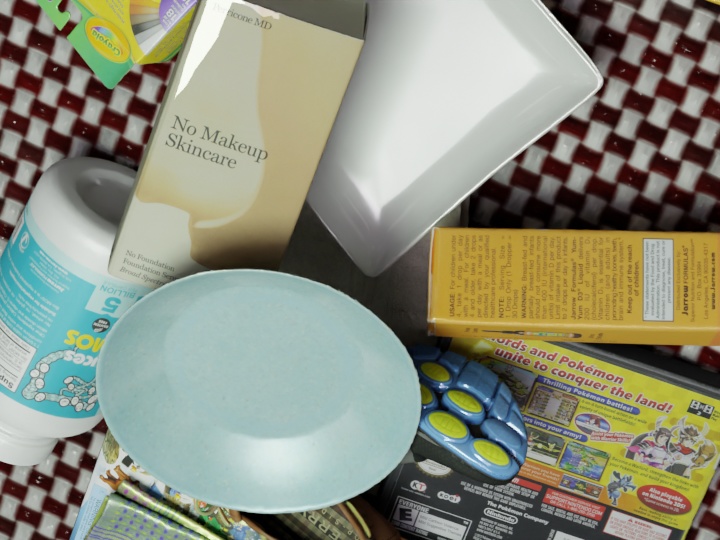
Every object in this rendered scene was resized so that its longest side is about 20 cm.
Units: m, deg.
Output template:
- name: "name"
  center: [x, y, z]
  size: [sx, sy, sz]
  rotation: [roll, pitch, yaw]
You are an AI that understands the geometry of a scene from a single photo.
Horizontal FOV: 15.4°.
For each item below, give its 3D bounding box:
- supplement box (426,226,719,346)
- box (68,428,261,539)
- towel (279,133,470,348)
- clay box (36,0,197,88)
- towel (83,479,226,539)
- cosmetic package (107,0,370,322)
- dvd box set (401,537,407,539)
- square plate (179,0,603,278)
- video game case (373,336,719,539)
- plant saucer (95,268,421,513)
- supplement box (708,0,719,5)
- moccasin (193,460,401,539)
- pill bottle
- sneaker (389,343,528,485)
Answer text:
- name: "supplement box"
  center: [0.140, 0.010, 1.650]
  size: [0.199, 0.067, 0.069]
  rotation: [0, 80, 1]
- name: "box"
  center: [-0.122, 0.169, 1.836]
  size: [0.136, 0.038, 0.201]
  rotation: [23, 117, 5]
- name: "towel"
  center: [0.000, 0.000, 1.734]
  size: [0.132, 0.034, 0.201]
  rotation: [13, 116, 11]
- name: "clay box"
  center: [-0.116, -0.217, 1.642]
  size: [0.200, 0.048, 0.115]
  rotation: [-43, 79, 24]
- name: "towel"
  center: [-0.150, 0.252, 1.845]
  size: [0.143, 0.023, 0.200]
  rotation: [31, 120, 1]
- name: "cosmetic package"
  center: [-0.075, -0.080, 1.616]
  size: [0.105, 0.071, 0.201]
  rotation: [17, 115, -6]
- name: "dvd box set"
  center: [0.042, 0.244, 1.784]
  size: [0.199, 0.029, 0.147]
  rotation: [24, 137, 16]
- name: "square plate"
  center: [0.019, -0.131, 1.651]
  size: [0.200, 0.028, 0.198]
  rotation: [-40, 87, 18]
- name: "video game case"
  center: [0.128, 0.122, 1.739]
  size: [0.199, 0.026, 0.181]
  rotation: [19, 117, -3]
- name: "plant saucer"
  center: [-0.061, 0.065, 1.633]
  size: [0.200, 0.039, 0.202]
  rotation: [3, 130, 4]
- name: "supplement box"
  center: [0.203, -0.273, 1.505]
  size: [0.197, 0.133, 0.201]
  rotation: [20, 117, 6]
- name: "moccasin"
  center: [-0.066, 0.137, 1.724]
  size: [0.201, 0.078, 0.074]
  rotation: [42, 94, 19]
- name: "pill bottle"
  center: [-0.196, 0.032, 1.757]
  size: [0.111, 0.111, 0.200]
  rotation: [30, 118, 1]
- name: "sneaker"
  center: [0.026, 0.093, 1.694]
  size: [0.199, 0.071, 0.083]
  rotation: [18, 130, 35]
